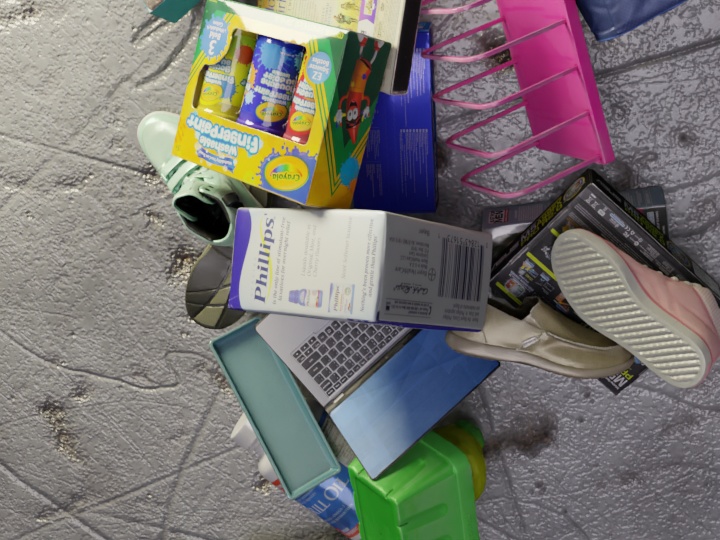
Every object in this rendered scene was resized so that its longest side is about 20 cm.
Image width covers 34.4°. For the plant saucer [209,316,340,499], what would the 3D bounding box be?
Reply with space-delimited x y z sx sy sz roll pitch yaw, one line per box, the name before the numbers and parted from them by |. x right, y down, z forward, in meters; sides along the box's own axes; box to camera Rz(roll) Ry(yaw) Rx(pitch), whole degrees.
plant saucer | -0.099 0.157 1.330 0.069 0.019 0.202 -27 86 -18

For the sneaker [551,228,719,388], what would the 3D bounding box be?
sneaker | 0.287 0.029 1.180 0.200 0.104 0.076 44 128 19

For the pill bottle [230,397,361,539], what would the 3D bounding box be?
pill bottle | -0.055 0.226 1.403 0.199 0.112 0.113 36 114 -6

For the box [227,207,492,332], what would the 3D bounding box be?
box | 0.000 0.000 1.169 0.198 0.183 0.107 4 87 40

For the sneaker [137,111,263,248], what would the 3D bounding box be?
sneaker | -0.185 -0.105 1.261 0.200 0.118 0.074 46 102 11

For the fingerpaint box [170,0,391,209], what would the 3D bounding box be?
fingerpaint box | -0.084 -0.167 1.150 0.199 0.073 0.169 23 102 37

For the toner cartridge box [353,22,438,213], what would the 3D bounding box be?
toner cartridge box | 0.035 -0.164 1.262 0.094 0.043 0.203 0 113 8

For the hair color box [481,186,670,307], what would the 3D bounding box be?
hair color box | 0.238 -0.024 1.277 0.197 0.061 0.100 -7 113 12

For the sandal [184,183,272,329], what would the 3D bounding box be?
sandal | -0.142 -0.025 1.346 0.079 0.057 0.203 21 100 6

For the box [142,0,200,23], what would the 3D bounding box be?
box | -0.152 -0.352 1.193 0.199 0.049 0.083 -36 74 21

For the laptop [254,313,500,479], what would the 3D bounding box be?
laptop | 0.014 0.082 1.278 0.187 0.116 0.200 -41 96 1

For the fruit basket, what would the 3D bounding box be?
fruit basket | 0.093 0.254 1.328 0.214 0.155 0.219 -16 117 -33

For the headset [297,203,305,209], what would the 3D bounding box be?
headset | -0.065 -0.135 1.285 0.122 0.094 0.203 -4 97 23

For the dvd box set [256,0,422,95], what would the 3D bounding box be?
dvd box set | -0.025 -0.267 1.169 0.198 0.029 0.148 19 107 37

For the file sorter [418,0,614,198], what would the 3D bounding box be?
file sorter | 0.144 -0.188 1.157 0.124 0.139 0.202 -24 110 -15

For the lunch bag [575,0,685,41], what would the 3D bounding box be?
lunch bag | 0.282 -0.327 1.101 0.198 0.136 0.133 -26 107 17

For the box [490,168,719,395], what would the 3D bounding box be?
box | 0.258 0.015 1.234 0.199 0.044 0.160 39 116 -11

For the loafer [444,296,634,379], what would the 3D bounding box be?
loafer | 0.188 0.064 1.202 0.197 0.076 0.069 8 102 0
